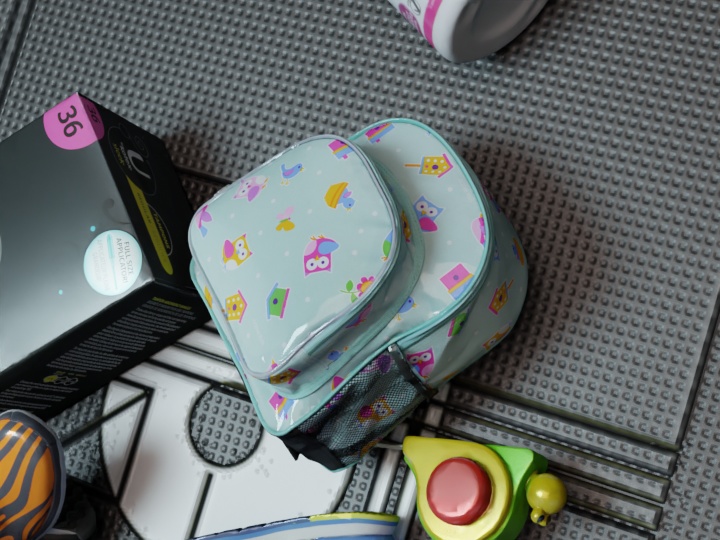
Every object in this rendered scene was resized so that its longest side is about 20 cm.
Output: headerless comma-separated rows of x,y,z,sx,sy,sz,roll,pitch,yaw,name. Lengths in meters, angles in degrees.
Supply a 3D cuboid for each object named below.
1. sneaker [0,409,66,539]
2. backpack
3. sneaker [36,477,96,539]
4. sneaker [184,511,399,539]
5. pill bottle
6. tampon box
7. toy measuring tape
-0.266,0.188,0.937,0.077,0.112,0.201,33,114,4,sneaker
0.000,0.000,0.914,0.199,0.154,0.177,-32,53,3,backpack
-0.282,0.192,1.044,0.198,0.070,0.091,6,112,13,sneaker
-0.065,0.210,0.946,0.198,0.074,0.083,-13,80,21,sneaker
0.036,-0.246,0.967,0.113,0.113,0.200,-44,69,8,pill bottle
-0.222,0.001,1.012,0.199,0.126,0.151,-31,72,13,tampon box
0.038,0.144,0.924,0.198,0.073,0.075,2,81,30,toy measuring tape
